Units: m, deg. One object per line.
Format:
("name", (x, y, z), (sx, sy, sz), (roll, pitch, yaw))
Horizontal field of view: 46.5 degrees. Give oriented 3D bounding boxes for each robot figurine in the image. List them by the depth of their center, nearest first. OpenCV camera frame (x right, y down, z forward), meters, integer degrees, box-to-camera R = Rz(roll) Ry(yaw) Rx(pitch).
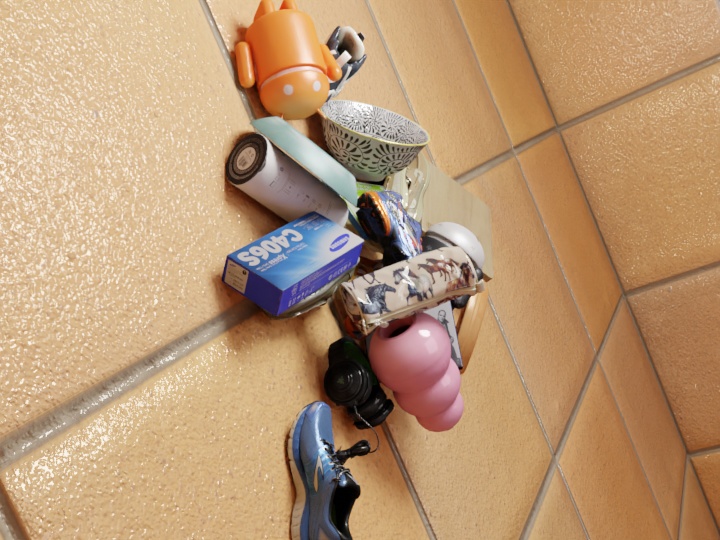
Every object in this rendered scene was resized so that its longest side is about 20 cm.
("robot figurine", (-0.112, -0.324, 1.310), (0.143, 0.116, 0.203), (7, 65, -60))
("robot figurine", (0.130, 0.012, 1.458), (0.150, 0.201, 0.125), (35, -11, 12))

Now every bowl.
("bowl", (0.013, -0.216, 1.453), (0.198, 0.095, 0.201), (15, 25, -7))

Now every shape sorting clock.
("shape sorting clock", (0.011, -0.091, 1.388), (0.199, 0.039, 0.201), (28, 32, -20))

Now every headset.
("headset", (-0.013, 0.189, 1.214), (0.124, 0.093, 0.201), (51, 17, -35))

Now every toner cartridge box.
("toner cartridge box", (-0.087, -0.015, 1.134), (0.094, 0.044, 0.200), (31, 34, 18))

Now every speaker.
("speaker", (-0.102, -0.116, 1.226), (0.199, 0.081, 0.082), (34, 44, -48))

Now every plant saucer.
("plant saucer", (-0.075, -0.168, 1.235), (0.199, 0.036, 0.200), (38, 3, -2))
("plant saucer", (0.194, 0.106, 1.524), (0.200, 0.037, 0.203), (18, 90, -84))

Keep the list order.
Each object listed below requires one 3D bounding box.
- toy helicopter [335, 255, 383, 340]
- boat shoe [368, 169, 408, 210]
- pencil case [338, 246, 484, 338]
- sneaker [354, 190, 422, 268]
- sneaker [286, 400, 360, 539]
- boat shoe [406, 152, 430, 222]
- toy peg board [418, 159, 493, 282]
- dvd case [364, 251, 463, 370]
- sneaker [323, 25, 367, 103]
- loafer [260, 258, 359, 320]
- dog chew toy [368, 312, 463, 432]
("toy helicopter", (0.000, 0.000, 1.326), (0.132, 0.079, 0.201), (-34, 86, -40))
("boat shoe", (0.044, -0.182, 1.547), (0.066, 0.074, 0.202), (16, 47, -27))
("pencil case", (0.074, 0.029, 1.192), (0.078, 0.198, 0.090), (90, -23, -53))
("sneaker", (0.071, -0.039, 1.289), (0.078, 0.075, 0.202), (-24, 88, -34))
("sneaker", (-0.038, 0.264, 1.073), (0.078, 0.088, 0.202), (31, 46, -51))
("boat shoe", (0.087, -0.169, 1.619), (0.065, 0.071, 0.202), (45, 41, -39))
("toy peg board", (0.166, -0.082, 1.702), (0.198, 0.098, 0.202), (32, 42, -27))
("dvd case", (0.075, 0.073, 1.356), (0.025, 0.148, 0.202), (82, -1, -68))
("sneaker", (-0.034, -0.365, 1.440), (0.080, 0.129, 0.199), (46, 25, -8))
("loafer", (-0.070, 0.029, 1.188), (0.199, 0.075, 0.070), (-29, 142, -48))
("dog chew toy", (0.094, 0.160, 1.252), (0.201, 0.123, 0.125), (62, 28, -25))
